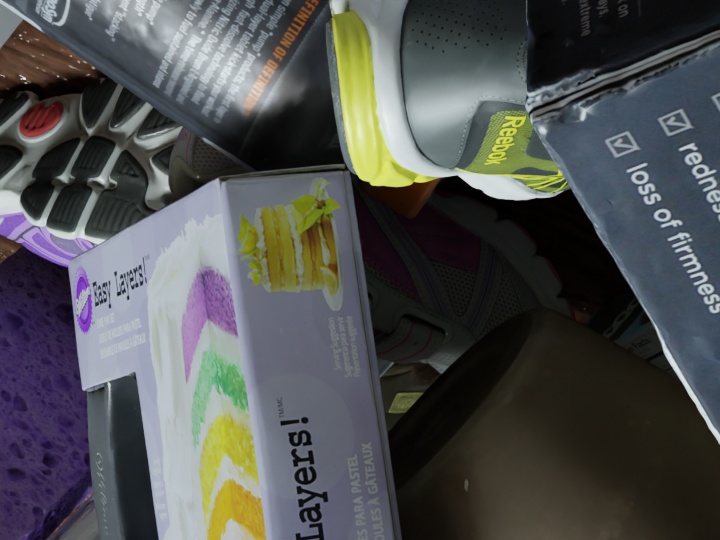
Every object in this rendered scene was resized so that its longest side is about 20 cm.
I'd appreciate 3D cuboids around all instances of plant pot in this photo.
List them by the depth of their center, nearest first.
[{"bbox_3d":[0.086,0.110,0.796,0.175,0.200,0.200,43,152,-6],"label":"plant pot"}]

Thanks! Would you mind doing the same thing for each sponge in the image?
[{"bbox_3d":[-0.160,0.060,1.060,0.111,0.200,0.030,30,127,11],"label":"sponge"}]

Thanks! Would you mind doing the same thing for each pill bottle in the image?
[{"bbox_3d":[-0.044,-0.100,0.771,0.200,0.106,0.106,34,153,1],"label":"pill bottle"}]

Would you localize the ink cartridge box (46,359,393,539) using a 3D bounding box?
[{"bbox_3d":[-0.079,0.096,0.996,0.044,0.200,0.174,47,145,-2],"label":"ink cartridge box"}]

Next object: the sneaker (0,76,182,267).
[{"bbox_3d":[-0.107,-0.036,1.001,0.083,0.081,0.200,36,165,-32],"label":"sneaker"}]

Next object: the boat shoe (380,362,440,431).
[{"bbox_3d":[0.064,0.077,0.987,0.076,0.072,0.200,32,168,-26],"label":"boat shoe"}]

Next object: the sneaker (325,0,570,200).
[{"bbox_3d":[0.065,-0.054,0.670,0.084,0.200,0.075,0,99,27],"label":"sneaker"}]

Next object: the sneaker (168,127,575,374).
[{"bbox_3d":[0.000,0.000,0.879,0.200,0.088,0.081,45,152,-2],"label":"sneaker"}]

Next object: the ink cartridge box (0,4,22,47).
[{"bbox_3d":[-0.207,-0.178,0.851,0.144,0.084,0.200,21,149,23],"label":"ink cartridge box"}]

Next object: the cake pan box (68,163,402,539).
[{"bbox_3d":[-0.046,0.070,0.786,0.052,0.185,0.200,-4,175,-22],"label":"cake pan box"}]

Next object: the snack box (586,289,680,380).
[{"bbox_3d":[0.169,0.034,0.823,0.116,0.037,0.200,38,153,-9],"label":"snack box"}]

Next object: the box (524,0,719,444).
[{"bbox_3d":[0.167,-0.037,0.537,0.196,0.124,0.200,-20,127,21],"label":"box"}]
